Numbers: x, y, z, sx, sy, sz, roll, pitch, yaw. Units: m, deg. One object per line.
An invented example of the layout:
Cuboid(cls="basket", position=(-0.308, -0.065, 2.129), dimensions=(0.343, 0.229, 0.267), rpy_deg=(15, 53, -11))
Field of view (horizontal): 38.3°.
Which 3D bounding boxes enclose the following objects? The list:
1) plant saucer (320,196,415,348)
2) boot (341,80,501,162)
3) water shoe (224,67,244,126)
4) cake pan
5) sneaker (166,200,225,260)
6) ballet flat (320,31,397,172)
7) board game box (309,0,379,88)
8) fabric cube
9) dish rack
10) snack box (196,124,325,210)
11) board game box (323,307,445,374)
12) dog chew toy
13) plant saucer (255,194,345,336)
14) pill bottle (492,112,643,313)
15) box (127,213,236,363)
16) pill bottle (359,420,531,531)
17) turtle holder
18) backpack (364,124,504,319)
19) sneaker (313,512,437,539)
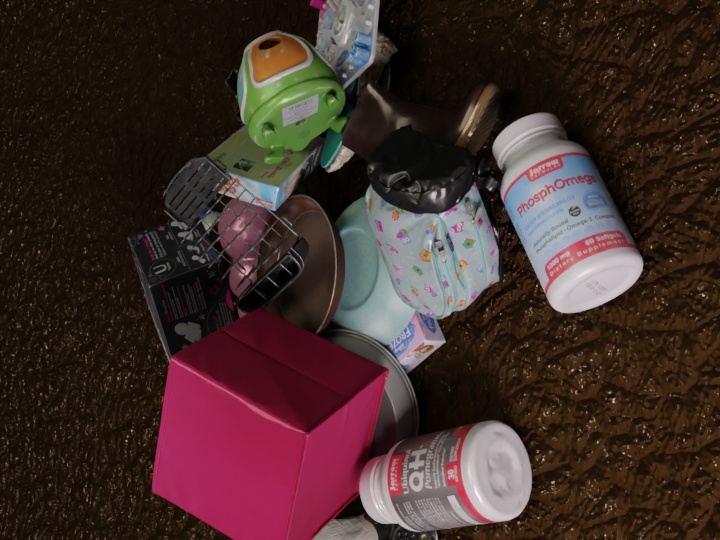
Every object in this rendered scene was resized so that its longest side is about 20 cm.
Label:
Cuboid(cls="plant saucer", position=(0.000, 0.000, 1.337), dimensions=(0.199, 0.038, 0.205), rpy_deg=(-7, 80, 46))
Cuboid(cls="boot", position=(0.069, -0.185, 1.284), dimensions=(0.166, 0.072, 0.201), rpy_deg=(41, 126, 15))
Cuboid(cls="water shoe", position=(-0.153, -0.217, 1.560), dimensions=(0.071, 0.078, 0.202), rpy_deg=(-44, 56, 35))
Cuboid(cls="cake pan", position=(-0.018, 0.178, 1.342), dimensions=(0.198, 0.037, 0.204), rpy_deg=(11, 111, 30))
Cuboid(cls="sneaker", position=(-0.284, -0.013, 1.679), dimensions=(0.111, 0.076, 0.203), rpy_deg=(28, 102, 39))
Cuboid(cls="ballet flat", position=(0.003, -0.225, 1.399), dimensions=(0.076, 0.063, 0.203), rpy_deg=(40, 116, 64))
Cuboid(cls="board game box", position=(-0.028, -0.340, 1.412), dimensions=(0.199, 0.025, 0.203), rpy_deg=(153, 125, -61))
Cuboid(cls="fabric cube", position=(-0.108, 0.193, 1.261), dimensions=(0.197, 0.199, 0.199), rpy_deg=(23, 116, 22))
Cuboid(cls="dish rack", position=(-0.170, -0.049, 1.342), dimensions=(0.200, 0.055, 0.153), rpy_deg=(42, 136, -9))
Cuboid(cls="snack box", position=(-0.131, -0.150, 1.420), dimensions=(0.114, 0.200, 0.038), rpy_deg=(18, 119, 10))
Cuboid(cls="board game box", position=(0.004, 0.062, 1.384), dimensions=(0.200, 0.041, 0.202), rpy_deg=(-45, 55, 35))
Cuboid(cls="dog chew toy", position=(-0.143, -0.008, 1.501), dimensions=(0.123, 0.123, 0.204), rpy_deg=(0, 93, 47))
Cuboid(cls="plant saucer", position=(-0.076, 0.003, 1.371), dimensions=(0.199, 0.034, 0.204), rpy_deg=(-10, 77, 53))
Cuboid(cls="pill bottle", position=(0.216, -0.066, 1.117), dimensions=(0.109, 0.108, 0.202), rpy_deg=(-42, 57, 36))
Cuboid(cls="box", position=(-0.259, 0.042, 1.545), dimensions=(0.133, 0.113, 0.202), rpy_deg=(-126, 22, -46))
Cuboid(cls="pill bottle", position=(0.093, 0.246, 1.215), dimensions=(0.199, 0.110, 0.113), rpy_deg=(-22, 70, 44))
Cuboid(cls="turtle holder", position=(-0.089, -0.230, 1.355), dimensions=(0.140, 0.185, 0.133), rpy_deg=(-31, 75, 19))
Cuboid(cls="backpack", position=(0.085, -0.048, 1.199), dimensions=(0.167, 0.126, 0.202), rpy_deg=(38, 155, 50))
Cuboid(cls="sneaker", position=(0.018, 0.349, 1.331), dimensions=(0.198, 0.073, 0.073), rpy_deg=(-13, 46, 34))
